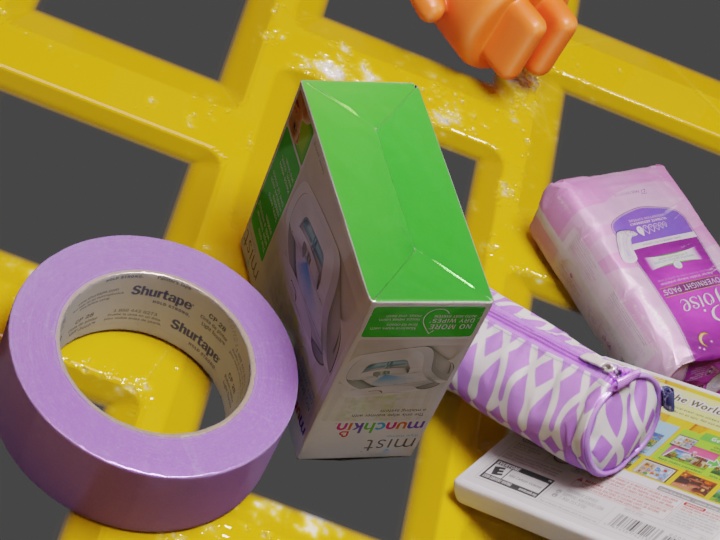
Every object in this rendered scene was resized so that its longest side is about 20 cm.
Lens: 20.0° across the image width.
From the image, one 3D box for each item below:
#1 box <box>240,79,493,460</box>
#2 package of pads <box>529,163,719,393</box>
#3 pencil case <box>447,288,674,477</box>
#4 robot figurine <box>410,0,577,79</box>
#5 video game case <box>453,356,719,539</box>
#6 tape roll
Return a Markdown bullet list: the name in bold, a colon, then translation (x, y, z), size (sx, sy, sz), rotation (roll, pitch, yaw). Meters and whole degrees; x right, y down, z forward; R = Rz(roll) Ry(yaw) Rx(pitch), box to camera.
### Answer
- **box**: translation (0.000, 0.000, 1.423), size (0.096, 0.177, 0.201), rotation (1, 51, -23)
- **package of pads**: translation (0.228, 0.011, 1.592), size (0.120, 0.076, 0.201), rotation (-12, 57, -29)
- **pencil case**: translation (0.119, 0.069, 1.435), size (0.084, 0.086, 0.199), rotation (-38, 44, -28)
- **robot figurine**: translation (0.100, -0.254, 1.740), size (0.143, 0.117, 0.201), rotation (-31, 64, -6)
- **video game case**: translation (0.196, 0.137, 1.422), size (0.199, 0.023, 0.182), rotation (18, 40, 40)
- **tape roll**: translation (-0.145, 0.073, 1.371), size (0.198, 0.066, 0.201), rotation (12, 47, -14)
